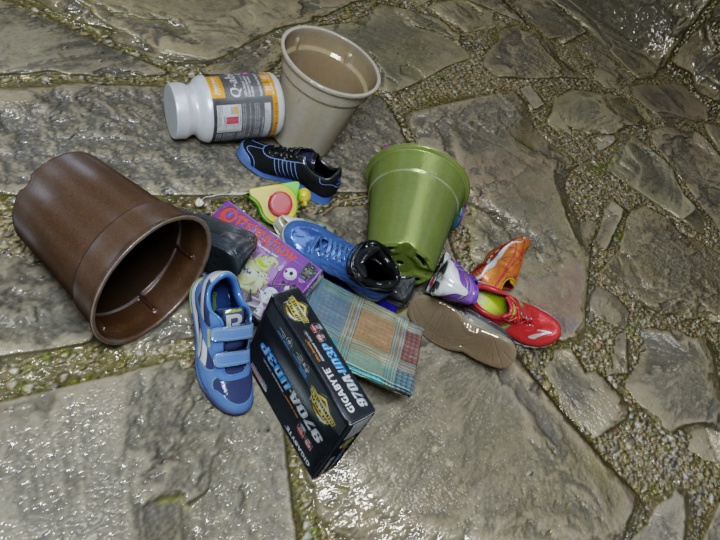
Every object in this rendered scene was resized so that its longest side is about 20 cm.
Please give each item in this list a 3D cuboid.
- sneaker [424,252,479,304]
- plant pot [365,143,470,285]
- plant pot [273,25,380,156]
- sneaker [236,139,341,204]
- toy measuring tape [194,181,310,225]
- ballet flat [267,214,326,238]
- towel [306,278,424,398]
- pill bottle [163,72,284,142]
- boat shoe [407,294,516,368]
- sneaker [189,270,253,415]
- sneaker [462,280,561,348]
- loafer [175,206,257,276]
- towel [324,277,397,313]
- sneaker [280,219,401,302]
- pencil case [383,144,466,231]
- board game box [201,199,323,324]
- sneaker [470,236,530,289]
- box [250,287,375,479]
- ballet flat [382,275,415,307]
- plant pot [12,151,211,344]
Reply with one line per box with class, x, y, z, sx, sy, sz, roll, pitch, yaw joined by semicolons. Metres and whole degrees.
sneaker;0.160;0.027;1.166;0.083;0.081;0.200;30;9;-2
plant pot;0.084;-0.084;1.209;0.197;0.200;0.192;23;55;-10
plant pot;-0.087;-0.328;1.311;0.197;0.184;0.203;17;45;-17
sneaker;-0.126;-0.199;1.249;0.197;0.078;0.071;25;43;-9
toy measuring tape;-0.177;-0.104;1.155;0.196;0.074;0.074;-12;56;-18
ballet flat;-0.130;-0.045;1.114;0.071;0.069;0.200;48;47;0
towel;-0.001;0.095;1.027;0.197;0.022;0.148;24;43;-7
pill bottle;-0.244;-0.293;1.230;0.197;0.117;0.117;-11;57;-27
boat shoe;0.174;0.099;1.169;0.197;0.073;0.065;25;17;9
sneaker;-0.183;0.094;0.929;0.073;0.082;0.203;-6;74;-39
sneaker;0.267;0.081;1.211;0.197;0.085;0.078;24;86;1
loafer;-0.244;-0.055;1.011;0.197;0.074;0.072;26;44;13
towel;-0.035;0.074;1.077;0.197;0.050;0.149;22;45;-12
sneaker;-0.026;-0.025;1.049;0.198;0.111;0.077;35;67;-9
pencil case;0.115;-0.160;1.347;0.197;0.093;0.086;27;43;-5
board game box;-0.167;-0.008;1.029;0.199;0.032;0.120;35;66;17
sneaker;0.281;-0.006;1.337;0.199;0.073;0.078;-39;96;-41
box;-0.074;0.149;0.905;0.045;0.160;0.201;-17;62;-36
ballet flat;0.000;0.000;1.147;0.197;0.058;0.066;25;0;-16
plant pot;-0.338;-0.043;0.912;0.197;0.202;0.200;37;42;16
